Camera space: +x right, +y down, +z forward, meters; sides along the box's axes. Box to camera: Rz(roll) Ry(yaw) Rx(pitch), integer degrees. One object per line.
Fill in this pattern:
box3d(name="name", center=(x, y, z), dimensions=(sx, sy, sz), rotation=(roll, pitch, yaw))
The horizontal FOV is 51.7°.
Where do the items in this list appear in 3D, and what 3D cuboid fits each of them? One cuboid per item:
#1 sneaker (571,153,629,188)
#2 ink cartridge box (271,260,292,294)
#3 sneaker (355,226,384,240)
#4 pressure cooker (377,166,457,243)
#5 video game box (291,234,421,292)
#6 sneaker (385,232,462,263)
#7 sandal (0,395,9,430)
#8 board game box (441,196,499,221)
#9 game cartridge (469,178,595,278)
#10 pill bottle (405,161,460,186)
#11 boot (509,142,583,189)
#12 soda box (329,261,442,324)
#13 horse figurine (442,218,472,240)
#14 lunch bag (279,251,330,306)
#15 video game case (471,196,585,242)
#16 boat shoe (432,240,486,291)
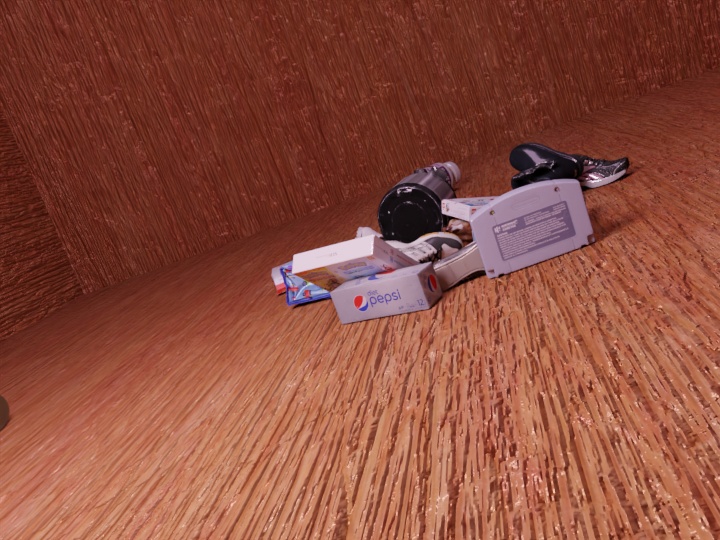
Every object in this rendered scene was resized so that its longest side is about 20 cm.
box3d(name="sneaker", center=(0.532, -0.240, 1.762), dimensions=(0.198, 0.087, 0.080), rotation=(-16, 13, 22))
box3d(name="ink cartridge box", center=(-0.159, 0.000, 1.982), dimensions=(0.161, 0.051, 0.200), rotation=(-22, 8, -2))
box3d(name="sneaker", center=(0.031, -0.071, 1.954), dimensions=(0.080, 0.077, 0.200), rotation=(-8, 17, 4))
box3d(name="pressure cooker", center=(0.145, -0.148, 1.791), dimensions=(0.175, 0.180, 0.200), rotation=(-19, 11, 24))
box3d(name="video game box", center=(0.000, 0.000, 1.431), dimensions=(0.199, 0.047, 0.182), rotation=(-13, -30, 36))
box3d(name="sneaker", center=(0.121, -0.020, 1.548), dimensions=(0.198, 0.076, 0.088), rotation=(-11, 41, -1))
box3d(name="sandal", center=(-0.802, 0.322, 1.541), dimensions=(0.069, 0.078, 0.212), rotation=(-15, 15, -4))
box3d(name="board game box", center=(0.297, -0.140, 1.653), dimensions=(0.198, 0.035, 0.126), rotation=(-5, 14, -21))
box3d(name="game cartridge", center=(0.297, -0.080, 1.296), dimensions=(0.198, 0.134, 0.041), rotation=(-19, 18, 5))
box3d(name="pill bottle", center=(0.244, -0.298, 2.511), dimensions=(0.199, 0.113, 0.112), rotation=(-29, 14, -34))
box3d(name="boot", center=(0.394, -0.232, 1.721), dimensions=(0.199, 0.077, 0.167), rotation=(22, 36, 39))
box3d(name="soda box", center=(0.045, 0.042, 1.348), dimensions=(0.199, 0.069, 0.063), rotation=(-14, 13, 36))
box3d(name="horse figurine", center=(0.242, -0.096, 1.651), dimensions=(0.131, 0.050, 0.200), rotation=(-7, 11, 2))
box3d(name="lunch bag", center=(-0.058, 0.008, 1.693), dimensions=(0.198, 0.095, 0.150), rotation=(-6, 13, 23))
box3d(name="video game case", center=(0.336, -0.094, 1.462), dimensions=(0.198, 0.046, 0.181), rotation=(-6, 15, 24))
box3d(name="boat shoe", center=(0.205, -0.021, 1.361), dimensions=(0.198, 0.067, 0.057), rotation=(-23, 15, 7))
